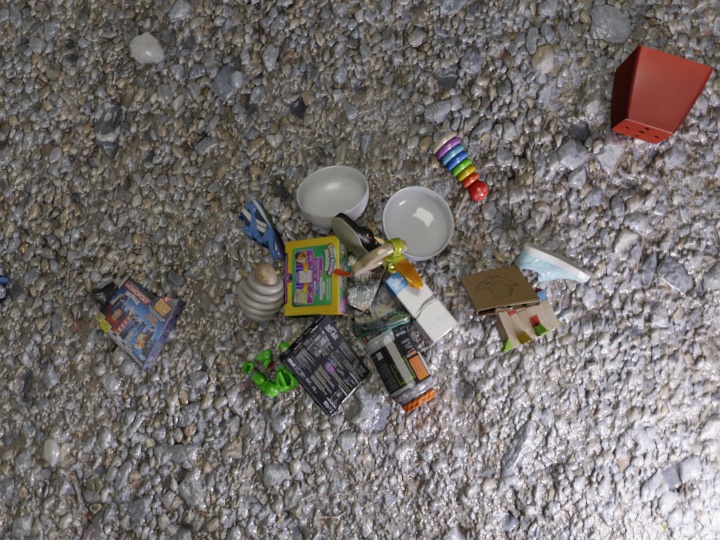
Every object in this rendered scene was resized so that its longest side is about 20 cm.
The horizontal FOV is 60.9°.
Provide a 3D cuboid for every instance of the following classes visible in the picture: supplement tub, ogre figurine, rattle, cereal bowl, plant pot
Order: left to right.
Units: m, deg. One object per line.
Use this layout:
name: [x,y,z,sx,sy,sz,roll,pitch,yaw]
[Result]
ogre figurine: [-0.207,0.259,1.607,0.195,0.099,0.122,-17,69,-15]
cereal bowl: [-0.070,-0.188,1.661,0.194,0.084,0.204,-6,48,6]
rattle: [0.044,0.016,1.526,0.197,0.130,0.145,-31,96,16]
supplement tub: [0.108,0.253,1.580,0.120,0.123,0.203,-28,80,-3]
cereal bowl: [0.149,-0.118,1.656,0.194,0.084,0.206,2,73,-6]
plant pot: [0.783,-0.456,1.646,0.195,0.200,0.181,19,92,6]

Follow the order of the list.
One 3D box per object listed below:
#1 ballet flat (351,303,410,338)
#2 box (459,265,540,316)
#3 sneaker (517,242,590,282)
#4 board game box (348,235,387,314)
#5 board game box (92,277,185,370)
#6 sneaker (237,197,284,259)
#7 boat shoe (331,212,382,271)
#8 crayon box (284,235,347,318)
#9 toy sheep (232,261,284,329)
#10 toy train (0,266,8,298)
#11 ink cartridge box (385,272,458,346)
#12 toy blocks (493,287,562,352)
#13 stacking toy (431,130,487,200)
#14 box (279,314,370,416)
ballet flat: [0.044,0.123,1.582,0.198,0.073,0.076,-24,75,42]
box: [0.354,0.050,1.578,0.159,0.201,0.022,-11,115,1]
sneaker: [0.512,-0.002,1.644,0.196,0.074,0.084,25,111,2]
board game box: [0.000,0.000,1.674,0.133,0.035,0.204,23,82,7]
board game box: [-0.585,0.126,1.667,0.199,0.062,0.201,40,83,9]
sneaker: [-0.271,-0.103,1.682,0.081,0.074,0.202,-31,64,0]
boat shoe: [-0.003,-0.083,1.594,0.201,0.073,0.064,46,61,-33]
crayon box: [-0.119,0.019,1.637,0.168,0.058,0.206,-5,79,24]
toy sheep: [-0.268,0.067,1.629,0.135,0.139,0.204,19,122,6]
toy train: [-1.075,0.060,1.694,0.196,0.087,0.117,-22,88,-4]
ink cartridge box: [0.155,0.091,1.595,0.084,0.145,0.201,-38,80,-4]
toy blocks: [0.422,0.111,1.599,0.196,0.100,0.140,-20,83,-15]
stacking toy: [0.283,-0.281,1.691,0.085,0.085,0.202,-35,84,-4]
box: [-0.089,0.243,1.571,0.160,0.043,0.201,-45,108,-19]
